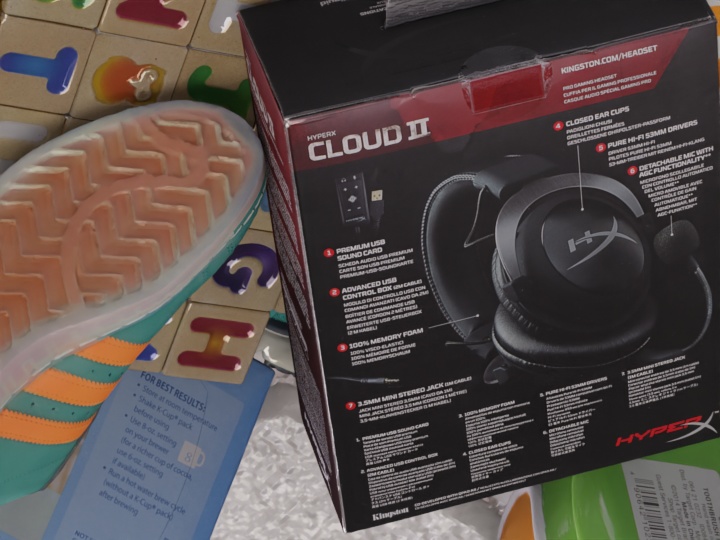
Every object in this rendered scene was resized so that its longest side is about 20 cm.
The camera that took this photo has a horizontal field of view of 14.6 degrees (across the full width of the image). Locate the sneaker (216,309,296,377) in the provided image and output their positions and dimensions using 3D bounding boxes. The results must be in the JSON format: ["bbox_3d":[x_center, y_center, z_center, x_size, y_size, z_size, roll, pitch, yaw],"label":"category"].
[{"bbox_3d":[0.000,0.000,1.072,0.199,0.078,0.080,20,105,-15],"label":"sneaker"}]

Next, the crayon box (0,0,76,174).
[{"bbox_3d":[-0.154,-0.111,0.943,0.125,0.052,0.201,9,123,-2],"label":"crayon box"}]

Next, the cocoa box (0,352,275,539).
[{"bbox_3d":[-0.158,0.062,1.051,0.199,0.134,0.131,30,153,-16],"label":"cocoa box"}]

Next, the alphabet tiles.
[{"bbox_3d":[-0.074,-0.035,0.967,0.199,0.006,0.167,8,121,-26],"label":"alphabet tiles"}]

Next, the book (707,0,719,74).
[{"bbox_3d":[0.139,-0.096,1.001,0.199,0.048,0.134,-5,124,12],"label":"book"}]

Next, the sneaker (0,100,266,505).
[{"bbox_3d":[-0.111,0.023,0.947,0.200,0.071,0.080,-40,158,-9],"label":"sneaker"}]

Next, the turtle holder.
[{"bbox_3d":[0.133,0.115,1.107,0.132,0.185,0.141,-41,80,43],"label":"turtle holder"}]

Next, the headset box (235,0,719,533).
[{"bbox_3d":[0.045,-0.022,0.965,0.148,0.077,0.201,-15,127,-7],"label":"headset box"}]
